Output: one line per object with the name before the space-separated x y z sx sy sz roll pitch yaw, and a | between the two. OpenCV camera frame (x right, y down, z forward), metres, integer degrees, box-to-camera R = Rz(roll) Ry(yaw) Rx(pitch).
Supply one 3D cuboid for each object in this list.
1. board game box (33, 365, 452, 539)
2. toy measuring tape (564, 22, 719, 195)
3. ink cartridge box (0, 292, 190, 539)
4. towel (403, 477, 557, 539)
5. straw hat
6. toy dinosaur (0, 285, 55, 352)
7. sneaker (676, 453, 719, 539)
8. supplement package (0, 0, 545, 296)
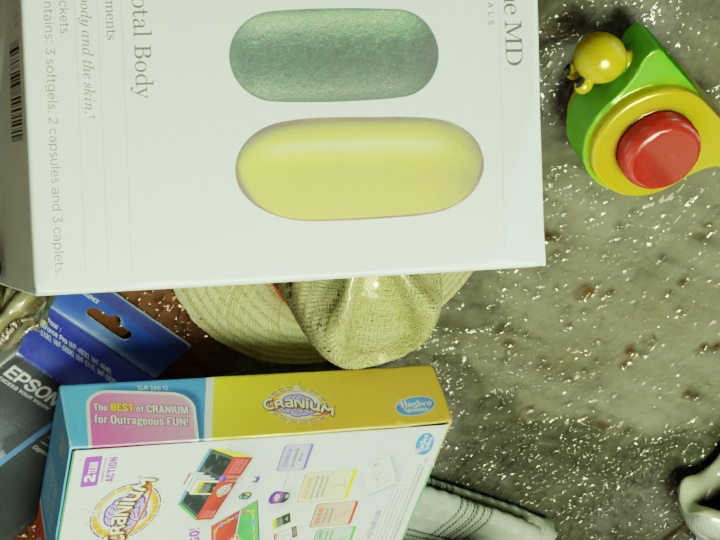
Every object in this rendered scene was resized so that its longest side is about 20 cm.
board game box | -0.067 0.117 0.942 0.200 0.040 0.153 -2 138 -20
toy measuring tape | 0.161 -0.055 0.911 0.074 0.074 0.200 -39 131 15
ink cartridge box | -0.189 0.086 0.928 0.200 0.039 0.099 -39 131 15
towel | 0.003 0.198 1.100 0.200 0.035 0.193 23 119 -35
straw hat | 0.000 0.000 0.887 0.201 0.085 0.201 -10 133 -11
toy dinosaur | -0.131 -0.052 0.825 0.200 0.047 0.088 -46 133 15
sneaker | 0.281 0.119 1.100 0.200 0.081 0.088 -43 132 18
supplement package | -0.047 -0.073 0.722 0.200 0.151 0.152 -3 93 -18
